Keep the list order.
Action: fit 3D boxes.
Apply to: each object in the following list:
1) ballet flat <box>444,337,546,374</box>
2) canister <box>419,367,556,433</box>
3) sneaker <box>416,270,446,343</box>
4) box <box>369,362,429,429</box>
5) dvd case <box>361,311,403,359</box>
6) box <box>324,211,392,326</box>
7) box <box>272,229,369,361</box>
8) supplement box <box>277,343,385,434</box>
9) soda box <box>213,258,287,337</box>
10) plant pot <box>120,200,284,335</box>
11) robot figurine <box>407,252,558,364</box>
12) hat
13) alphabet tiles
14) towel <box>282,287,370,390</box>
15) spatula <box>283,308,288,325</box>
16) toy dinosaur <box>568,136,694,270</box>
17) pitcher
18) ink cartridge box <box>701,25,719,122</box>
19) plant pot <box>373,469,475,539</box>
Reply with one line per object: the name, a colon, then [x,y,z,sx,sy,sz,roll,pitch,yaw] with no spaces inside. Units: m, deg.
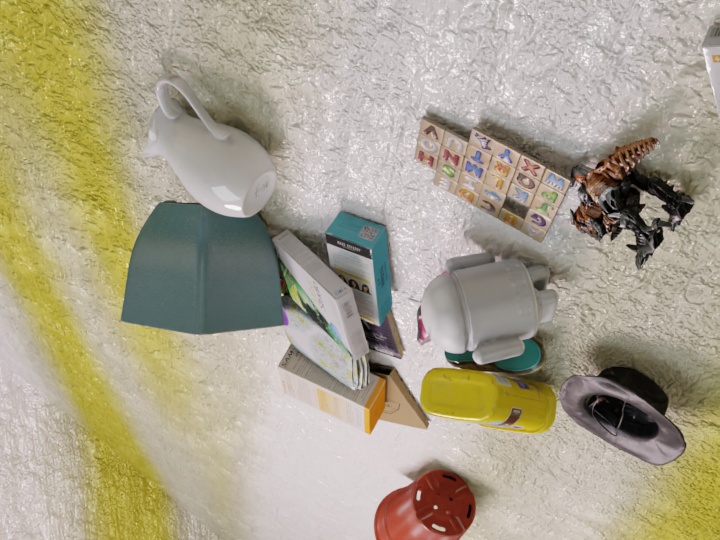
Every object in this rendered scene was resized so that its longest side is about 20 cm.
ballet flat: [0.224,0.133,1.622,0.199,0.071,0.071,-2,139,45]
canister: [0.204,0.208,1.638,0.148,0.087,0.200,2,170,37]
sneaker: [0.154,0.059,1.567,0.095,0.079,0.200,11,156,-11]
box: [0.033,0.242,2.023,0.163,0.021,0.200,9,145,35]
dvd case: [-0.007,0.077,1.792,0.148,0.016,0.200,17,150,25]
box: [0.000,0.000,1.601,0.082,0.049,0.201,21,147,20]
box: [-0.065,0.039,1.651,0.200,0.036,0.145,43,157,44]
supplement box: [-0.053,0.223,1.972,0.199,0.074,0.126,24,152,14]
soda box: [-0.215,0.042,1.811,0.068,0.064,0.200,40,131,-24]
plant pot: [-0.252,-0.012,1.657,0.195,0.201,0.196,7,-173,38]
robot figurine: [0.169,0.049,1.412,0.199,0.170,0.113,-13,145,-5]
hat: [0.404,0.200,1.534,0.200,0.081,0.201,29,150,19]
alphabet tiles: [0.158,-0.120,1.285,0.199,0.008,0.167,30,158,10]
towel: [-0.066,0.121,1.857,0.200,0.048,0.172,33,154,21]
spatula: [-0.167,0.067,1.864,0.057,0.020,0.200,64,167,-11]
toy dinosaur: [0.295,-0.081,1.160,0.136,0.102,0.200,41,178,15]
pitcher: [-0.219,-0.179,1.470,0.200,0.121,0.172,35,147,17]
ink cartridge box: [0.399,-0.153,0.992,0.094,0.037,0.200,6,142,36]
plant pot: [0.152,0.540,2.247,0.200,0.201,0.195,30,144,0]
